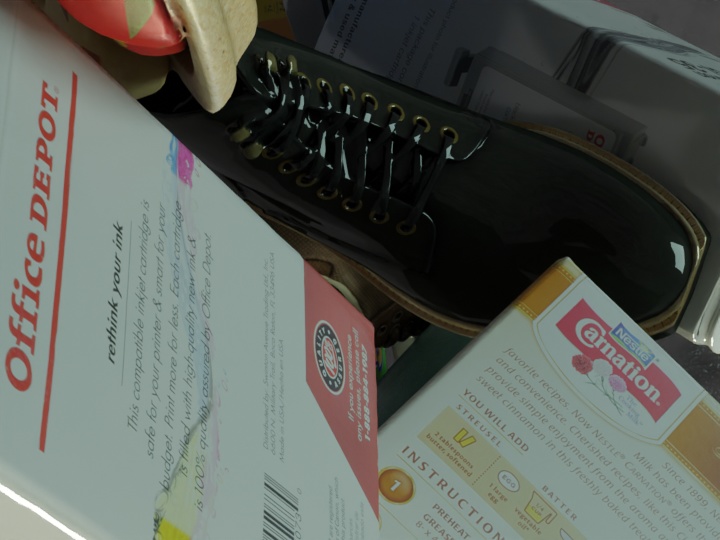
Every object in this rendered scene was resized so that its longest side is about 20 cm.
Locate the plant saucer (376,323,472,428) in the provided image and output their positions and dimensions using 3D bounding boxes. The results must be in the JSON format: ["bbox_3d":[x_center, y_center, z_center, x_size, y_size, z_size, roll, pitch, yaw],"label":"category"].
[{"bbox_3d":[0.041,0.057,0.883,0.036,0.200,0.200,43,2,16],"label":"plant saucer"}]

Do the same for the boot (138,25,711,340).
[{"bbox_3d":[0.004,-0.032,0.675,0.138,0.200,0.078,29,79,-70],"label":"boot"}]

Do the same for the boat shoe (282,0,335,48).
[{"bbox_3d":[0.023,-0.075,0.923,0.072,0.068,0.200,-86,162,-44],"label":"boat shoe"}]

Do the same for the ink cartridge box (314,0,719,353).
[{"bbox_3d":[0.099,-0.049,0.804,0.146,0.200,0.083,6,112,-54],"label":"ink cartridge box"}]

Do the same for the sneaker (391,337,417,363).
[{"bbox_3d":[0.056,-0.029,1.076,0.075,0.106,0.200,-85,163,-46],"label":"sneaker"}]

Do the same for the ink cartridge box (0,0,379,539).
[{"bbox_3d":[-0.072,0.023,0.470,0.200,0.067,0.117,45,35,-46],"label":"ink cartridge box"}]

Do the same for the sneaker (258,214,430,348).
[{"bbox_3d":[0.000,0.000,0.856,0.200,0.070,0.076,23,81,-53],"label":"sneaker"}]

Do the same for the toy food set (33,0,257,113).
[{"bbox_3d":[-0.083,-0.123,0.491,0.198,0.049,0.200,65,-6,-17],"label":"toy food set"}]

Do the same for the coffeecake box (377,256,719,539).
[{"bbox_3d":[0.045,0.116,0.617,0.200,0.154,0.073,-40,172,-36],"label":"coffeecake box"}]

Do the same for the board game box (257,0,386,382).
[{"bbox_3d":[-0.014,-0.017,0.932,0.096,0.030,0.200,38,43,-71],"label":"board game box"}]
